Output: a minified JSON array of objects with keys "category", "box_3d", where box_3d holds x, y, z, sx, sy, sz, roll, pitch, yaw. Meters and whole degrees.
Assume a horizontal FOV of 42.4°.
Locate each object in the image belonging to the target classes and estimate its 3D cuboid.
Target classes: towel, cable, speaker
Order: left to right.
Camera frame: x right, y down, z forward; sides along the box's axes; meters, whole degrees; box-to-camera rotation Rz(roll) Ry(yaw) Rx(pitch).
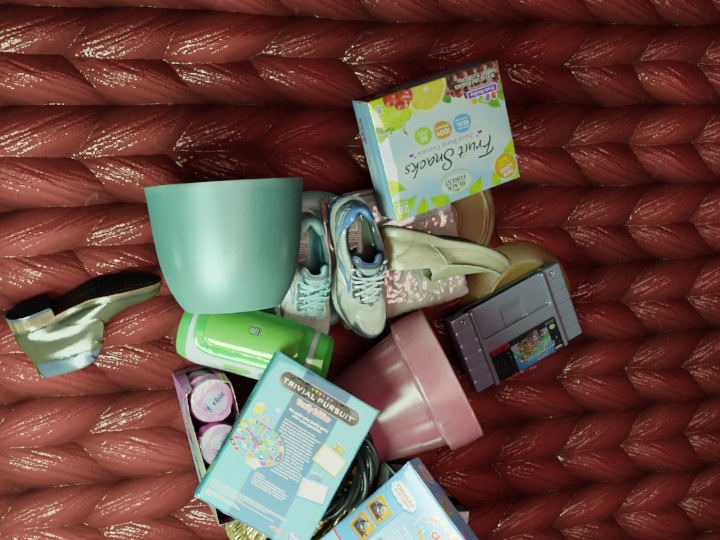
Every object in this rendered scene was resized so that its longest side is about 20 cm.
[{"category":"speaker","box_3d":[-0.140,0.101,1.243,0.199,0.088,0.089,14,94,6]},{"category":"cable","box_3d":[-0.079,0.249,1.207,0.199,0.051,0.164,-16,88,-16]},{"category":"towel","box_3d":[0.052,-0.029,1.332,0.199,0.032,0.192,-15,104,-17]}]

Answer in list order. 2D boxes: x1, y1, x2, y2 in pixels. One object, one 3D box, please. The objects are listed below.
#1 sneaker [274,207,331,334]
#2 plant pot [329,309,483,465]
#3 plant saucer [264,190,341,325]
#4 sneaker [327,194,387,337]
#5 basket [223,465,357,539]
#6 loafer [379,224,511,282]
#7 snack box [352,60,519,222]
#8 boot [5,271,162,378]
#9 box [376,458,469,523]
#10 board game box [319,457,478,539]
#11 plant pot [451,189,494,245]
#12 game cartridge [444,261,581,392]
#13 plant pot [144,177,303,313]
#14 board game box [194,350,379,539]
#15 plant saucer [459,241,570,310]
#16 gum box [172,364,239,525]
[{"category":"sneaker","box_3d":[-0.075,0.018,1.262,0.077,0.086,0.202,-10,103,-19]},{"category":"plant pot","box_3d":[0.053,0.183,1.322,0.178,0.200,0.201,-27,108,2]},{"category":"plant saucer","box_3d":[-0.064,-0.012,1.322,0.199,0.027,0.202,-3,100,-19]},{"category":"sneaker","box_3d":[0.000,0.000,1.257,0.077,0.085,0.201,-15,103,-15]},{"category":"basket","box_3d":[-0.077,0.347,1.311,0.200,0.149,0.143,-47,111,-9]},{"category":"loafer","box_3d":[0.115,-0.016,1.305,0.199,0.076,0.069,12,96,-15]},{"category":"snack box","box_3d":[0.106,-0.179,1.273,0.199,0.068,0.170,-20,109,-16]},{"category":"boot","box_3d":[-0.349,0.069,1.214,0.199,0.075,0.098,-16,116,-10]},{"category":"box","box_3d":[0.082,0.362,1.345,0.060,0.200,0.118,5,99,-19]},{"category":"board game box","box_3d":[0.050,0.372,1.242,0.200,0.037,0.152,-46,71,24]},{"category":"plant pot","box_3d":[0.116,-0.076,1.379,0.199,0.027,0.202,-4,100,-21]},{"category":"game cartridge","box_3d":[0.236,0.087,1.410,0.199,0.038,0.130,-27,103,-14]},{"category":"plant pot","box_3d":[-0.168,-0.032,1.179,0.199,0.200,0.162,-5,95,-20]},{"category":"board game box","box_3d":[-0.091,0.226,1.156,0.150,0.047,0.201,32,77,-7]},{"category":"plant saucer","box_3d":[0.251,0.057,1.446,0.199,0.035,0.202,-3,100,-19]},{"category":"gum box","box_3d":[-0.197,0.226,1.264,0.066,0.113,0.201,-16,104,-17]}]
